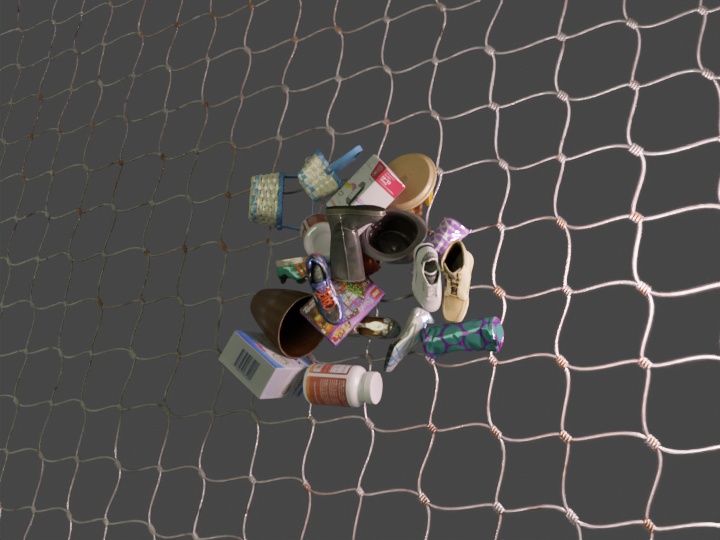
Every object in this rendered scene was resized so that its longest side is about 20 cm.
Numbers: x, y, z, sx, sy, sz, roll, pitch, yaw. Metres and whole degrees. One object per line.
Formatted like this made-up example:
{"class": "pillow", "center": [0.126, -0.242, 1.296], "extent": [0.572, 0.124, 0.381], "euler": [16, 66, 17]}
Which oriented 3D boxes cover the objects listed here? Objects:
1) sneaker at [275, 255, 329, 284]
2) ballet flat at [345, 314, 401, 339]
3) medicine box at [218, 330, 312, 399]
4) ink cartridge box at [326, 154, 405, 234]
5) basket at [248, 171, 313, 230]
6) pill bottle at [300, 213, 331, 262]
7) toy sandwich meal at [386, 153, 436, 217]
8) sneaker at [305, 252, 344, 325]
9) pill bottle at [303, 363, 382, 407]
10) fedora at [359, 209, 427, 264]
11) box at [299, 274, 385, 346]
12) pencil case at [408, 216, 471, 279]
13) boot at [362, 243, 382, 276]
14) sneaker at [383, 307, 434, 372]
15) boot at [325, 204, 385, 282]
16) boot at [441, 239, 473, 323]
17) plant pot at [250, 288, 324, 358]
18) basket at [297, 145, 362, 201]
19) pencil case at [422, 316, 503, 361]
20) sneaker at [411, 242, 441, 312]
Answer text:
{"class": "sneaker", "center": [-0.155, -0.003, 1.828], "extent": [0.198, 0.071, 0.081], "euler": [-7, 94, 17]}
{"class": "ballet flat", "center": [0.012, 0.152, 1.706], "extent": [0.199, 0.072, 0.073], "euler": [2, 78, 25]}
{"class": "medicine box", "center": [-0.261, 0.264, 1.729], "extent": [0.182, 0.200, 0.103], "euler": [35, 99, 27]}
{"class": "ink cartridge box", "center": [0.012, -0.205, 1.687], "extent": [0.200, 0.086, 0.148], "euler": [-44, 29, 9]}
{"class": "basket", "center": [-0.237, -0.214, 1.876], "extent": [0.198, 0.139, 0.178], "euler": [5, 75, -2]}
{"class": "pill bottle", "center": [-0.113, -0.100, 1.746], "extent": [0.111, 0.200, 0.113], "euler": [-3, 107, -9]}
{"class": "toy sandwich meal", "center": [0.137, -0.237, 1.749], "extent": [0.204, 0.070, 0.207], "euler": [-13, 62, 25]}
{"class": "sneaker", "center": [-0.101, 0.051, 1.609], "extent": [0.075, 0.078, 0.201], "euler": [-24, 87, 4]}
{"class": "pill bottle", "center": [-0.047, 0.314, 1.669], "extent": [0.199, 0.112, 0.113], "euler": [0, 77, 25]}
{"class": "fedora", "center": [0.095, -0.076, 1.671], "extent": [0.199, 0.091, 0.177], "euler": [25, 66, 35]}
{"class": "box", "center": [-0.048, 0.089, 1.673], "extent": [0.137, 0.039, 0.200], "euler": [42, 76, 10]}
{"class": "pencil case", "center": [0.212, -0.048, 1.659], "extent": [0.085, 0.084, 0.201], "euler": [32, 95, -11]}
{"class": "boot", "center": [0.000, 0.000, 1.750], "extent": [0.107, 0.075, 0.201], "euler": [19, 85, 22]}
{"class": "sneaker", "center": [0.126, 0.195, 1.648], "extent": [0.072, 0.072, 0.201], "euler": [31, 100, -4]}
{"class": "boot", "center": [-0.009, -0.068, 1.597], "extent": [0.181, 0.072, 0.202], "euler": [3, 106, 30]}
{"class": "boot", "center": [0.242, 0.032, 1.579], "extent": [0.072, 0.155, 0.201], "euler": [12, 82, 19]}
{"class": "plant pot", "center": [-0.224, 0.130, 1.774], "extent": [0.199, 0.187, 0.188], "euler": [22, 87, 41]}
{"class": "basket", "center": [-0.083, -0.293, 1.787], "extent": [0.199, 0.176, 0.140], "euler": [-31, 93, -3]}
{"class": "pencil case", "center": [0.263, 0.176, 1.576], "extent": [0.199, 0.085, 0.093], "euler": [-10, 97, 23]}
{"class": "sneaker", "center": [0.177, 0.032, 1.583], "extent": [0.076, 0.201, 0.081], "euler": [-16, 31, -7]}
